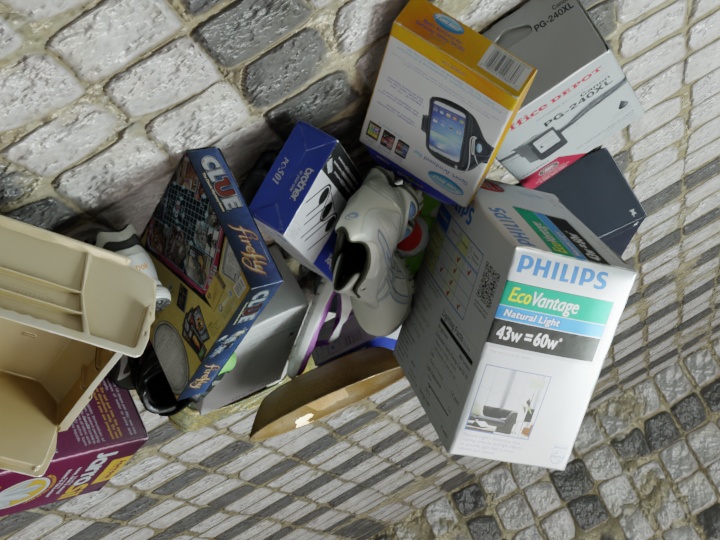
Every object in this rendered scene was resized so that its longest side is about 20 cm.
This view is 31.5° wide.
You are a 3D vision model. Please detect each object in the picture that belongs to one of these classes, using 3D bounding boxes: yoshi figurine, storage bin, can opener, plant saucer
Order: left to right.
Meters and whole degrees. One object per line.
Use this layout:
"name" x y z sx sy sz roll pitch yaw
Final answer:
"storage bin" -0.288 0.060 0.999 0.196 0.095 0.200 20 135 -27
"can opener" -0.116 -0.033 1.177 0.078 0.064 0.201 22 128 -9
"plant saucer" -0.034 0.126 1.364 0.198 0.036 0.200 -23 170 -4
"yoshi figurine" 0.078 -0.053 1.295 0.111 0.113 0.202 11 119 -10

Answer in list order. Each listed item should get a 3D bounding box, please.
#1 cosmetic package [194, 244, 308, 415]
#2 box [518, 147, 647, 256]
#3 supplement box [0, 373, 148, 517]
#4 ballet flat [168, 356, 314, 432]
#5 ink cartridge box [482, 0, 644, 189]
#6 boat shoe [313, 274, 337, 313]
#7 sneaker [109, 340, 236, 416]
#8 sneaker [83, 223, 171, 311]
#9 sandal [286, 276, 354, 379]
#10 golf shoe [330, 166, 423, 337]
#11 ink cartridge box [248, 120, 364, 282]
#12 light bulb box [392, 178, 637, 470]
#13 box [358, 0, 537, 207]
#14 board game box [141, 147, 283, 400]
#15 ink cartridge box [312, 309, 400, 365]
"cosmetic package" -0.133 0.067 1.367 0.112 0.082 0.201 -24 159 -21
"box" 0.227 -0.034 1.577 0.198 0.105 0.183 -24 161 -14
"supplement box" -0.343 0.178 1.318 0.198 0.104 0.131 -9 153 -45
"ballet flat" -0.143 0.136 1.556 0.198 0.071 0.071 -22 160 -19
"ink cartridge box" 0.173 -0.167 1.202 0.144 0.084 0.200 -33 160 13
"boat shoe" 0.040 -0.019 1.421 0.199 0.072 0.090 -34 162 35
"sneaker" -0.204 0.099 1.265 0.199 0.077 0.084 -11 -140 53
"sneaker" -0.225 0.014 1.135 0.073 0.081 0.199 -18 176 -33
"sandal" -0.021 0.026 1.317 0.082 0.049 0.205 -58 173 -82
"golf shoe" 0.000 0.000 1.193 0.097 0.078 0.202 -42 148 -34
"ink cartridge box" -0.039 -0.058 1.165 0.095 0.044 0.200 -60 165 -4
"light bulb box" 0.134 0.042 1.182 0.123 0.199 0.203 10 110 -19
"box" 0.067 -0.133 1.088 0.042 0.118 0.201 -54 173 -25
"board game box" -0.144 0.007 1.119 0.034 0.137 0.200 -14 157 -35
"ink cartridge box" 0.047 0.053 1.416 0.198 0.045 0.094 -26 160 26
